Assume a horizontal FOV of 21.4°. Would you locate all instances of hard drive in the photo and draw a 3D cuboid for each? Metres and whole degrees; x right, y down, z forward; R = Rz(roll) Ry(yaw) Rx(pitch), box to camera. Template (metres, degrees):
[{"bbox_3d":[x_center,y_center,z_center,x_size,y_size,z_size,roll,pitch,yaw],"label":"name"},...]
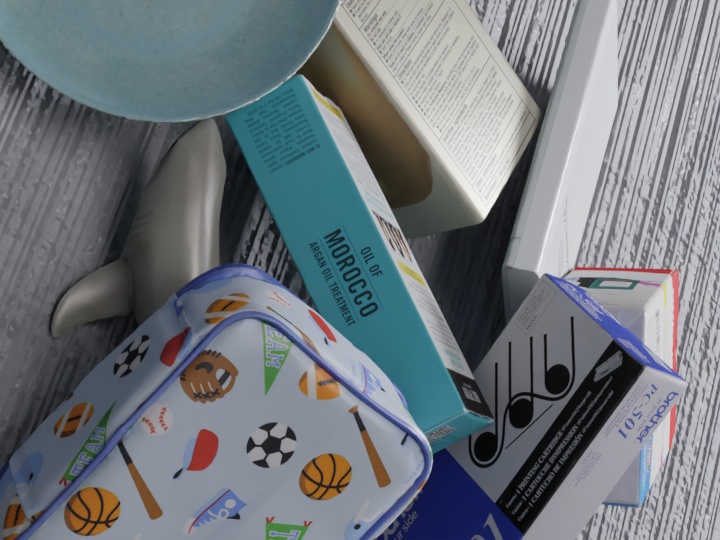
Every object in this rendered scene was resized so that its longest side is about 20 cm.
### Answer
[{"bbox_3d":[0.126,-0.055,1.183,0.132,0.027,0.200,76,29,-60],"label":"hard drive"}]

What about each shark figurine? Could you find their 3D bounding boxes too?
[{"bbox_3d":[-0.065,0.046,0.971,0.128,0.089,0.215,-39,115,-27],"label":"shark figurine"}]

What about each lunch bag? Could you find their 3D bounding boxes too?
[{"bbox_3d":[-0.072,0.109,0.906,0.200,0.076,0.160,-45,119,7],"label":"lunch bag"}]

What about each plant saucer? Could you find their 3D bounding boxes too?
[{"bbox_3d":[-0.106,-0.170,0.973,0.201,0.039,0.201,2,81,-14],"label":"plant saucer"}]

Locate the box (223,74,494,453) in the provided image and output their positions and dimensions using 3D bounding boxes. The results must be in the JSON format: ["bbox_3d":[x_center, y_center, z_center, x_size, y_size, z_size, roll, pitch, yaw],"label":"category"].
[{"bbox_3d":[0.000,0.000,1.009,0.200,0.049,0.082,64,9,14],"label":"box"}]

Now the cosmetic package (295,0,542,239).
[{"bbox_3d":[0.012,-0.125,1.095,0.200,0.071,0.105,53,48,-24],"label":"cosmetic package"}]

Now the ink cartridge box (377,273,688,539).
[{"bbox_3d":[0.081,0.110,1.032,0.044,0.094,0.200,22,108,-44],"label":"ink cartridge box"}]

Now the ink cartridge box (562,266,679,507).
[{"bbox_3d":[0.153,0.063,1.160,0.200,0.067,0.116,-26,117,-73],"label":"ink cartridge box"}]
